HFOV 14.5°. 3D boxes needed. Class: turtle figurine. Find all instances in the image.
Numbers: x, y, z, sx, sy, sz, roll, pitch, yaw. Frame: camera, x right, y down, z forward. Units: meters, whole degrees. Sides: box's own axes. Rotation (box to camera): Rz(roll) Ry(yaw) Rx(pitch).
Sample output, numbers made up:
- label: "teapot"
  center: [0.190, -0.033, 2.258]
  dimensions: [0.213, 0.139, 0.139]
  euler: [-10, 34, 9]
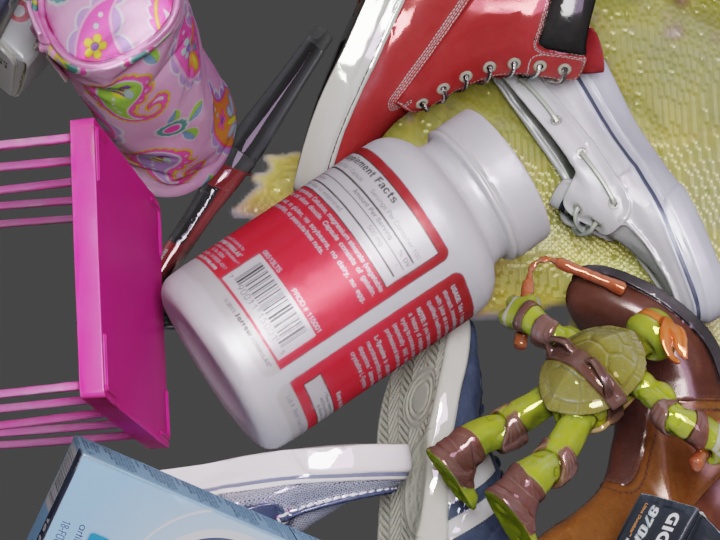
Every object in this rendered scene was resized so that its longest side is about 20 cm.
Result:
- label: "turtle figurine"
  center: [0.125, 0.073, 1.513]
  dimensions: [0.161, 0.065, 0.200]
  euler: [-42, 58, -17]

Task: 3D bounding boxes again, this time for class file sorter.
- label: "file sorter"
  center: [-0.179, 0.016, 1.487]
  dimensions: [0.124, 0.200, 0.140]
  euler: [-5, 79, 4]

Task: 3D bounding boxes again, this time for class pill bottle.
- label: "pill bottle"
  center: [0.000, 0.000, 1.549]
  dimensions: [0.199, 0.112, 0.113]
  euler: [-33, 85, -10]

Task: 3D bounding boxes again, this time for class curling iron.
- label: "curling iron"
  center: [-0.067, -0.051, 1.616]
  dimensions: [0.049, 0.026, 0.201]
  euler: [27, 76, 0]

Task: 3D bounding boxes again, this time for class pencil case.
- label: "pencil case"
  center: [-0.121, -0.111, 1.528]
  dimensions: [0.087, 0.200, 0.088]
  euler: [-3, 71, 8]

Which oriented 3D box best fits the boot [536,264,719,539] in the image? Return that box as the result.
- label: "boot"
  center: [0.132, 0.119, 1.580]
  dimensions: [0.200, 0.068, 0.189]
  euler: [-42, 100, -29]

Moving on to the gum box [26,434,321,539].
- label: "gum box"
  center: [-0.096, 0.205, 1.502]
  dimensions: [0.199, 0.045, 0.171]
  euler: [24, 96, -15]

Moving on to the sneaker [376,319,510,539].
- label: "sneaker"
  center: [0.059, 0.124, 1.585]
  dimensions: [0.084, 0.075, 0.202]
  euler: [14, 72, -25]

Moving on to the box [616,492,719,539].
- label: "box"
  center: [0.179, 0.239, 1.532]
  dimensions: [0.200, 0.046, 0.160]
  euler: [44, 69, -39]

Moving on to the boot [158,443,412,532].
- label: "boot"
  center: [-0.066, 0.148, 1.552]
  dimensions: [0.198, 0.073, 0.091]
  euler: [-8, 85, 4]

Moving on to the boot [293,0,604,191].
- label: "boot"
  center: [0.055, -0.106, 1.601]
  dimensions: [0.144, 0.072, 0.201]
  euler: [25, 102, -7]

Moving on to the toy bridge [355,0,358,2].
- label: "toy bridge"
  center: [0.064, -0.227, 1.676]
  dimensions: [0.067, 0.027, 0.201]
  euler: [29, 76, -3]

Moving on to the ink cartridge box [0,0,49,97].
- label: "ink cartridge box"
  center: [-0.183, -0.221, 1.603]
  dimensions: [0.146, 0.083, 0.200]
  euler: [41, 74, 0]

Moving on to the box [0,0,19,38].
- label: "box"
  center: [-0.204, -0.225, 1.454]
  dimensions: [0.123, 0.198, 0.201]
  euler: [25, 76, -6]

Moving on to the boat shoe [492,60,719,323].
- label: "boat shoe"
  center: [0.140, -0.048, 1.636]
  dimensions: [0.066, 0.074, 0.201]
  euler: [-26, 72, -8]
